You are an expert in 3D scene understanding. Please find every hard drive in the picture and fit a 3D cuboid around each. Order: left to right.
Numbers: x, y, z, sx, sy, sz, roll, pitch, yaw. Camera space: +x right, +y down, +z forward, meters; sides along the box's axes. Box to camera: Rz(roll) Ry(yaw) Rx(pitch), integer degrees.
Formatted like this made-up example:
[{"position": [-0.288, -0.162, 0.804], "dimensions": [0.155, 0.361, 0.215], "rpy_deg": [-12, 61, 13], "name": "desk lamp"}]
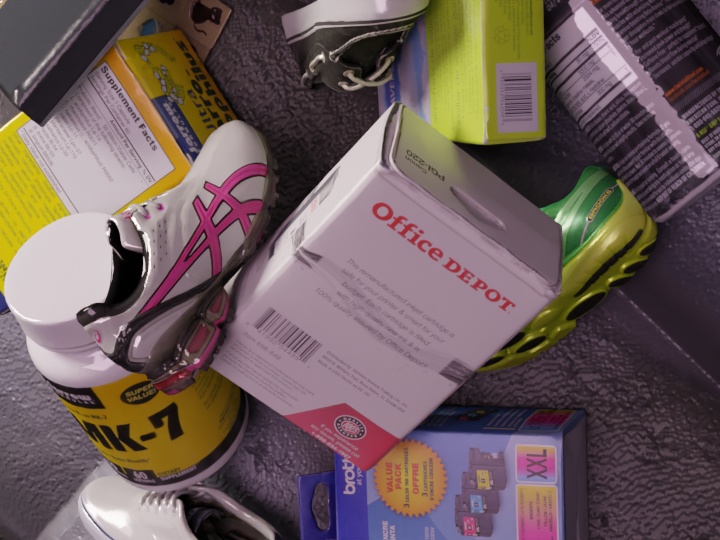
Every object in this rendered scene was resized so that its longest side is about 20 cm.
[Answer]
[{"position": [-0.185, -0.203, 1.237], "dimensions": [0.200, 0.140, 0.033], "rpy_deg": [-49, 124, 2], "name": "hard drive"}]

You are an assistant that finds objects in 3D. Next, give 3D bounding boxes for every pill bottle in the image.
[{"position": [-0.163, 0.058, 1.245], "dimensions": [0.114, 0.200, 0.115], "rpy_deg": [-12, 49, 14], "name": "pill bottle"}, {"position": [0.173, -0.139, 1.149], "dimensions": [0.106, 0.106, 0.200], "rpy_deg": [-39, 84, 21], "name": "pill bottle"}]

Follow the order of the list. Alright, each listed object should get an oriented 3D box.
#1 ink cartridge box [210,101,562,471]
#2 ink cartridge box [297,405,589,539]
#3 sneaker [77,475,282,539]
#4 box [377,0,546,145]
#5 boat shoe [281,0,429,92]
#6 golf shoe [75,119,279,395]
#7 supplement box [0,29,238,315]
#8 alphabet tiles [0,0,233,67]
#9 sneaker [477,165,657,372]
[{"position": [0.014, 0.013, 1.148], "dimensions": [0.145, 0.085, 0.200], "rpy_deg": [36, 123, -15], "name": "ink cartridge box"}, {"position": [0.057, 0.168, 1.255], "dimensions": [0.199, 0.076, 0.137], "rpy_deg": [0, 98, 22], "name": "ink cartridge box"}, {"position": [-0.127, 0.183, 1.308], "dimensions": [0.199, 0.073, 0.071], "rpy_deg": [18, 129, 29], "name": "sneaker"}, {"position": [0.062, -0.147, 1.168], "dimensions": [0.047, 0.200, 0.122], "rpy_deg": [-4, 98, -17], "name": "box"}, {"position": [0.001, -0.153, 1.181], "dimensions": [0.070, 0.200, 0.064], "rpy_deg": [-13, 95, -15], "name": "boat shoe"}, {"position": [-0.114, -0.025, 1.144], "dimensions": [0.092, 0.201, 0.073], "rpy_deg": [35, 144, -25], "name": "golf shoe"}, {"position": [-0.195, -0.072, 1.289], "dimensions": [0.200, 0.109, 0.109], "rpy_deg": [-33, 90, 23], "name": "supplement box"}, {"position": [-0.196, -0.202, 1.331], "dimensions": [0.200, 0.006, 0.167], "rpy_deg": [34, 107, 13], "name": "alphabet tiles"}, {"position": [0.115, 0.004, 1.221], "dimensions": [0.200, 0.074, 0.084], "rpy_deg": [-39, 57, 25], "name": "sneaker"}]
